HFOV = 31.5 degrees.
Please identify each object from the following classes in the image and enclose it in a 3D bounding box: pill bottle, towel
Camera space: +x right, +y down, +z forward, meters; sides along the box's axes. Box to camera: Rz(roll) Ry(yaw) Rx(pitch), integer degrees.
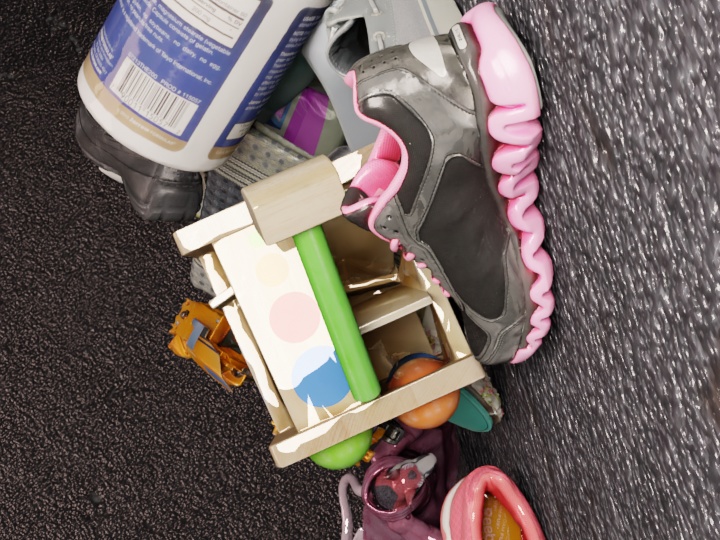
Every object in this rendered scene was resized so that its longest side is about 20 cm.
[{"bbox_3d":[-0.081,-0.167,0.773,0.200,0.111,0.111,-53,34,27],"label":"pill bottle"},{"bbox_3d":[-0.027,-0.008,0.916,0.035,0.200,0.193,-51,-13,-40],"label":"towel"}]

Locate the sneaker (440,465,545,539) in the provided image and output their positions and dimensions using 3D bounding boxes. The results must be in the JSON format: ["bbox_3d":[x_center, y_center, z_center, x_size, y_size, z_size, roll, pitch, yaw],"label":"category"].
[{"bbox_3d":[0.093,0.217,0.799,0.087,0.074,0.200,90,166,-65],"label":"sneaker"}]

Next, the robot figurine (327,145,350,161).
[{"bbox_3d":[0.000,0.000,1.016,0.169,0.113,0.200,28,144,35],"label":"robot figurine"}]

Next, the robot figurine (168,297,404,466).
[{"bbox_3d":[-0.057,0.088,0.986,0.145,0.058,0.200,28,-178,-44],"label":"robot figurine"}]

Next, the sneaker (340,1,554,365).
[{"bbox_3d":[0.038,-0.029,0.610,0.079,0.095,0.200,-112,8,-51],"label":"sneaker"}]

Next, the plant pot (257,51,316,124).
[{"bbox_3d":[-0.079,-0.229,0.984,0.200,0.134,0.200,56,-170,-15],"label":"plant pot"}]

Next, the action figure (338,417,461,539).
[{"bbox_3d":[0.030,0.166,1.035,0.200,0.149,0.134,35,-134,-76],"label":"action figure"}]

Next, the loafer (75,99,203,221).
[{"bbox_3d":[-0.171,-0.104,0.992,0.201,0.068,0.071,43,127,51],"label":"loafer"}]

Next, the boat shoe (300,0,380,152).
[{"bbox_3d":[-0.001,-0.153,0.858,0.200,0.073,0.068,63,-172,-13],"label":"boat shoe"}]

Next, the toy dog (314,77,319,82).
[{"bbox_3d":[-0.083,-0.243,1.187,0.194,0.139,0.200,61,171,17],"label":"toy dog"}]

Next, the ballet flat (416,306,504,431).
[{"bbox_3d":[0.015,0.037,0.842,0.076,0.200,0.064,-38,26,62],"label":"ballet flat"}]

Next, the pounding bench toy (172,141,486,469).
[{"bbox_3d":[-0.013,0.026,0.700,0.200,0.124,0.156,82,164,-89],"label":"pounding bench toy"}]

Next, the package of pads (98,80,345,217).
[{"bbox_3d":[-0.121,-0.120,1.153,0.068,0.200,0.155,-75,10,-73],"label":"package of pads"}]

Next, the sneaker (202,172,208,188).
[{"bbox_3d":[-0.111,-0.125,1.078,0.086,0.077,0.200,-98,-15,-51],"label":"sneaker"}]

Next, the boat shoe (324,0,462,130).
[{"bbox_3d":[0.014,-0.134,0.718,0.201,0.071,0.070,-110,7,-51],"label":"boat shoe"}]
